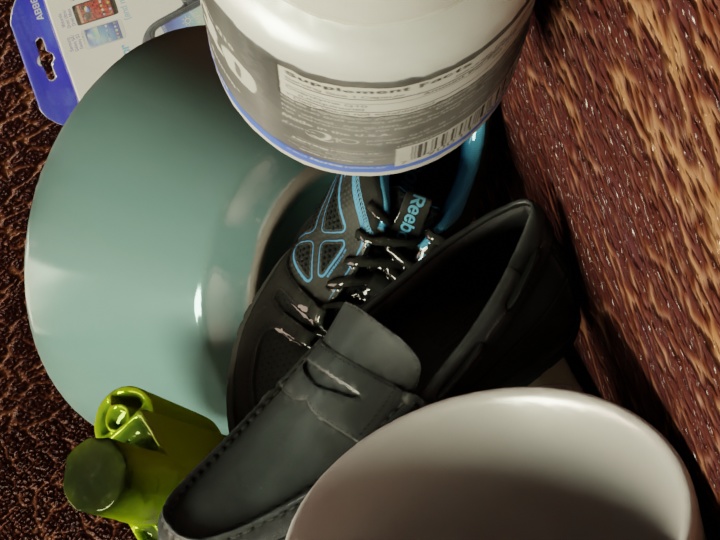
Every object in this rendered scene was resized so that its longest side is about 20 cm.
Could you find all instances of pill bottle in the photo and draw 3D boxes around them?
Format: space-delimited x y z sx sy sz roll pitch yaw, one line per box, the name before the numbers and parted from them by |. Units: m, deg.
pill bottle | 0.003 -0.104 0.769 0.200 0.113 0.114 93 159 -80

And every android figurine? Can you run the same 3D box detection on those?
android figurine | -0.042 0.124 1.012 0.182 0.041 0.200 56 -165 27

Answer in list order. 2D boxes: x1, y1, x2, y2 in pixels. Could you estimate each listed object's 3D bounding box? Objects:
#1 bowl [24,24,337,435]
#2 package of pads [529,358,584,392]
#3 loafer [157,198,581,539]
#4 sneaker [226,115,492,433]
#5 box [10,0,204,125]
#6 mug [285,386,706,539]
bowl | -0.045 -0.005 1.126 0.105 0.201 0.202 17 134 42
package of pads | 0.073 0.106 1.103 0.155 0.068 0.201 -115 9 -55
loafer | 0.001 0.043 0.927 0.068 0.200 0.071 31 148 42
sneaker | 0.000 0.000 1.025 0.082 0.073 0.201 136 155 -74
box | -0.098 -0.143 1.414 0.042 0.199 0.120 -116 8 -63
mug | 0.069 0.139 0.900 0.200 0.147 0.176 -66 -32 -46
